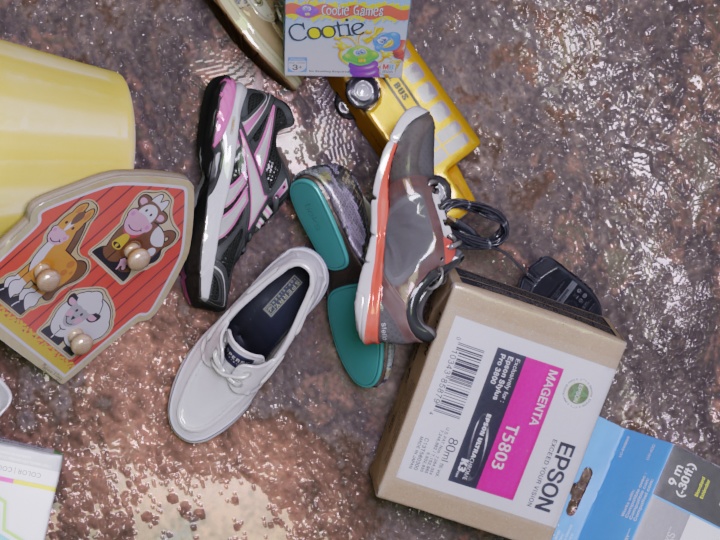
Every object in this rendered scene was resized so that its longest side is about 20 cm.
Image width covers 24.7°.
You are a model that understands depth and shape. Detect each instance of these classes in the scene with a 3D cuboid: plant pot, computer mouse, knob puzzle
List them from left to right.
[{"bbox_3d":[-0.290,-0.101,1.331,0.187,0.200,0.203,1,87,-26],"label":"plant pot"},{"bbox_3d":[-0.210,-0.002,1.335,0.219,0.220,0.030,-36,55,-10],"label":"knob puzzle"},{"bbox_3d":[0.139,-0.003,1.444,0.200,0.034,0.059,39,95,-26],"label":"computer mouse"}]

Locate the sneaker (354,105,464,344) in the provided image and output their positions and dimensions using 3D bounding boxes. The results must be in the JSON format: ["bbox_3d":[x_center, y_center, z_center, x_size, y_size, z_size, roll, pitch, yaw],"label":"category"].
[{"bbox_3d":[0.051,-0.033,1.359,0.081,0.077,0.202,9,88,14],"label":"sneaker"}]

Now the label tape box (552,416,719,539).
[{"bbox_3d":[0.268,0.233,1.463,0.199,0.063,0.145,27,83,-8],"label":"label tape box"}]

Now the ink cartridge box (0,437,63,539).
[{"bbox_3d":[-0.319,0.239,1.364,0.103,0.059,0.202,13,85,-9],"label":"ink cartridge box"}]

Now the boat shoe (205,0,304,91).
[{"bbox_3d":[-0.103,-0.246,1.419,0.062,0.073,0.201,-37,93,-7],"label":"boat shoe"}]

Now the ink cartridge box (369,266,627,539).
[{"bbox_3d":[0.116,0.118,1.412,0.163,0.075,0.202,18,100,-8],"label":"ink cartridge box"}]

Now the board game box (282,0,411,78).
[{"bbox_3d":[-0.013,-0.272,1.374,0.104,0.103,0.202,1,57,-3],"label":"board game box"}]

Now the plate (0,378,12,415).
[{"bbox_3d":[-0.407,0.111,1.339,0.199,0.032,0.200,-43,68,-9],"label":"plate"}]

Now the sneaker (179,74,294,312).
[{"bbox_3d":[-0.099,-0.062,1.411,0.085,0.080,0.202,10,91,-20],"label":"sneaker"}]

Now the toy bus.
[{"bbox_3d":[0.038,-0.135,1.442,0.078,0.065,0.201,-36,93,-11],"label":"toy bus"}]

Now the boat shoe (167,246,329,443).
[{"bbox_3d":[-0.102,0.064,1.387,0.073,0.065,0.201,33,99,1],"label":"boat shoe"}]

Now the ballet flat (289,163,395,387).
[{"bbox_3d":[0.000,0.000,1.426,0.071,0.072,0.202,-20,103,-10],"label":"ballet flat"}]
